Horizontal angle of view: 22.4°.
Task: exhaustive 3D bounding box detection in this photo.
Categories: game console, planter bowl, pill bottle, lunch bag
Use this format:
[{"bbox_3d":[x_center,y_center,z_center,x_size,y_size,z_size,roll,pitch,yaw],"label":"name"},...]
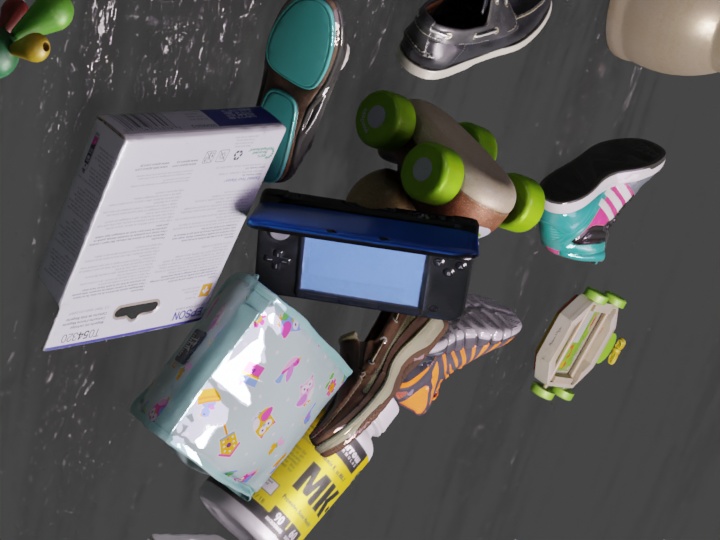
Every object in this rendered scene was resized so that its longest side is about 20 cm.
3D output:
[{"bbox_3d":[0.000,0.000,1.607,0.119,0.199,0.171,-79,177,-48],"label":"game console"},{"bbox_3d":[0.384,-0.297,2.021,0.200,0.134,0.201,-40,149,-29],"label":"planter bowl"},{"bbox_3d":[-0.059,0.186,1.835,0.200,0.114,0.114,-49,152,-15],"label":"pill bottle"},{"bbox_3d":[-0.113,0.101,1.647,0.171,0.122,0.200,-52,159,-6],"label":"lunch bag"}]

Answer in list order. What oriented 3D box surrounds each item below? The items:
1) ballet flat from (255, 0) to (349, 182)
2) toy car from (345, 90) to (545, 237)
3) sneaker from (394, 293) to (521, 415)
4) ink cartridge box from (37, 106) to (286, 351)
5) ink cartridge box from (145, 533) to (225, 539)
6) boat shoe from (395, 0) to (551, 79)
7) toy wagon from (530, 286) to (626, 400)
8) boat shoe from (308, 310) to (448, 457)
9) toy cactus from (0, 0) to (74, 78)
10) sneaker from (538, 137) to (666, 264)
[{"bbox_3d":[-0.050,-0.164,1.533,0.068,0.068,0.201,-40,161,-48],"label":"ballet flat"},{"bbox_3d":[0.043,-0.047,1.731,0.164,0.158,0.200,14,119,-50],"label":"toy car"},{"bbox_3d":[0.091,0.095,2.044,0.199,0.078,0.112,-9,132,-42],"label":"sneaker"},{"bbox_3d":[-0.169,-0.038,1.484,0.196,0.043,0.201,-10,133,-54],"label":"ink cartridge box"},{"bbox_3d":[-0.198,0.373,1.840,0.201,0.083,0.145,-61,153,8],"label":"ink cartridge box"},{"bbox_3d":[0.117,-0.242,1.705,0.200,0.072,0.068,-30,147,-39],"label":"boat shoe"},{"bbox_3d":[0.294,0.097,2.406,0.156,0.039,0.200,-61,154,10],"label":"toy wagon"},{"bbox_3d":[0.002,0.095,1.778,0.202,0.075,0.075,-49,-173,-37],"label":"boat shoe"},{"bbox_3d":[-0.283,-0.134,1.167,0.200,0.102,0.165,-34,164,-41],"label":"toy cactus"},{"bbox_3d":[0.281,-0.072,2.146,0.199,0.084,0.121,-26,136,-33],"label":"sneaker"}]
